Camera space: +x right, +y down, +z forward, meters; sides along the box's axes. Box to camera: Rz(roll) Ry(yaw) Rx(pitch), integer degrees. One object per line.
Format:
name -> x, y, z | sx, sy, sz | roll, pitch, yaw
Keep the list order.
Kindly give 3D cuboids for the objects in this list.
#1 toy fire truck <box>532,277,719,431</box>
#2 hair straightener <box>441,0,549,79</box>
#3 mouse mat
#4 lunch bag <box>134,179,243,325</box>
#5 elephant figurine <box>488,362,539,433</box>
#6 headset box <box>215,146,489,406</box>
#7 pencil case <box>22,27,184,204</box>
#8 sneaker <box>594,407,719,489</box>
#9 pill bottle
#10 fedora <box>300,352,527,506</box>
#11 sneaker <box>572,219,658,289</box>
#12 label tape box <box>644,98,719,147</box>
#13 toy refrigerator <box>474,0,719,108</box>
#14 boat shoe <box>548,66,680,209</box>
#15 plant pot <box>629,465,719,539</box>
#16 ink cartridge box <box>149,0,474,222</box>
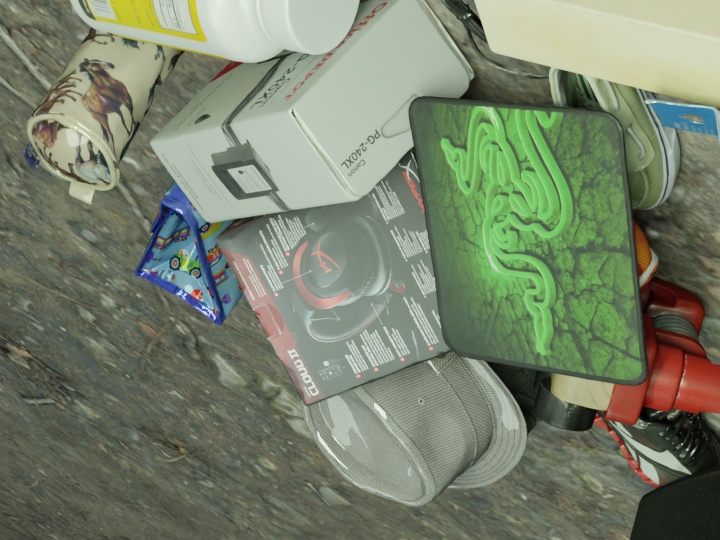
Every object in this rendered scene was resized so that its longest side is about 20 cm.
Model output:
toy fire truck -> 0.236, 0.049, 1.327 | 0.198, 0.130, 0.176 | 14, -164, 2
hair straightener -> 0.067, -0.193, 1.182 | 0.200, 0.041, 0.077 | 41, 156, -29
mouse mat -> 0.112, -0.019, 1.216 | 0.160, 0.008, 0.202 | 8, 120, 33
lunch bag -> -0.109, -0.071, 1.486 | 0.094, 0.151, 0.200 | 29, 157, 7
elephant figurine -> 0.120, 0.082, 1.563 | 0.199, 0.156, 0.142 | 29, 120, -18
headset box -> 0.000, 0.000, 1.344 | 0.199, 0.075, 0.150 | -23, 102, 28
pencil case -> -0.180, -0.151, 1.379 | 0.077, 0.201, 0.090 | 24, 145, 1
sneaker -> 0.252, 0.126, 1.519 | 0.200, 0.071, 0.098 | 44, 157, -21
pill bottle -> -0.102, -0.205, 1.265 | 0.199, 0.112, 0.112 | 16, 152, 34
fedora -> 0.028, 0.121, 1.469 | 0.200, 0.090, 0.177 | 48, 137, -4
sneaker -> 0.140, -0.047, 1.287 | 0.077, 0.073, 0.200 | 52, 171, -30
label tape box -> 0.263, -0.043, 1.082 | 0.198, 0.067, 0.143 | 16, -179, 13
toy refrigerator -> 0.172, -0.152, 1.069 | 0.199, 0.076, 0.070 | 18, 153, 29
boat shoe -> 0.160, -0.098, 1.206 | 0.072, 0.062, 0.200 | 17, 153, 33
plant pot -> 0.321, 0.272, 1.500 | 0.199, 0.201, 0.177 | 29, 161, -33
ink cartridge box -> -0.037, -0.116, 1.309 | 0.199, 0.145, 0.084 | -6, 126, 55
